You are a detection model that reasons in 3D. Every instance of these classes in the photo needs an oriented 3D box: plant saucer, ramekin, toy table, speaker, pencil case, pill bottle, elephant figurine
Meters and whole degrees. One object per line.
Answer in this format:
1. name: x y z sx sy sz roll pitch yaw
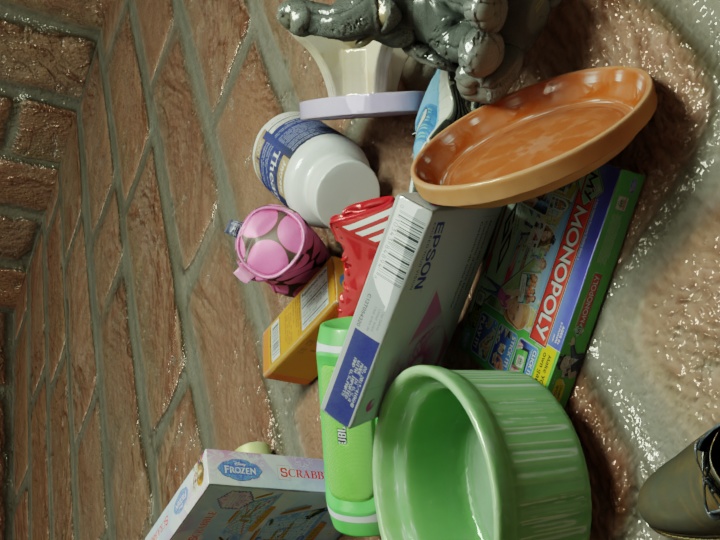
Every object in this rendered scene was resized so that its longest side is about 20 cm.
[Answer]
1. plant saucer: 0.134 -0.102 0.732 0.199 0.198 0.033 21 141 61
2. ramekin: 0.094 0.174 0.742 0.199 0.096 0.205 179 90 -65
3. toy table: -0.001 -0.228 1.023 0.198 0.181 0.120 8 104 51
4. speaker: 0.002 0.152 0.924 0.088 0.087 0.205 9 104 62
5. pencil case: -0.090 -0.016 1.088 0.095 0.090 0.200 -59 -12 -3
6. pill bottle: -0.053 -0.117 1.130 0.200 0.109 0.113 42 117 58
7. elephant figurine: 0.055 -0.237 0.828 0.197 0.154 0.144 19 85 34

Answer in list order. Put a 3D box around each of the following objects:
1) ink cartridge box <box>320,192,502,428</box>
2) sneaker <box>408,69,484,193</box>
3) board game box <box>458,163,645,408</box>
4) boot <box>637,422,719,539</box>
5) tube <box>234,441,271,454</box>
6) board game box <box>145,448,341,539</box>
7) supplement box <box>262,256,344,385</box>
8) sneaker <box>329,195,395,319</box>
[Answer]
1. ink cartridge box: 0.061 0.027 0.827 0.043 0.198 0.200 29 110 27
2. sneaker: 0.088 -0.124 0.922 0.090 0.077 0.204 150 138 -69
3. board game box: 0.155 -0.001 0.790 0.134 0.029 0.204 37 114 60
4. boot: 0.218 0.115 0.561 0.200 0.095 0.076 -42 45 48
5. tube: -0.122 0.319 1.184 0.058 0.051 0.203 69 -175 -59
6. board game box: -0.111 0.269 1.017 0.201 0.196 0.042 -53 38 38
7. supplement box: -0.049 0.064 1.112 0.200 0.065 0.070 -43 42 47
8. sneaker: 0.000 0.000 0.974 0.200 0.115 0.078 -48 -1 29
